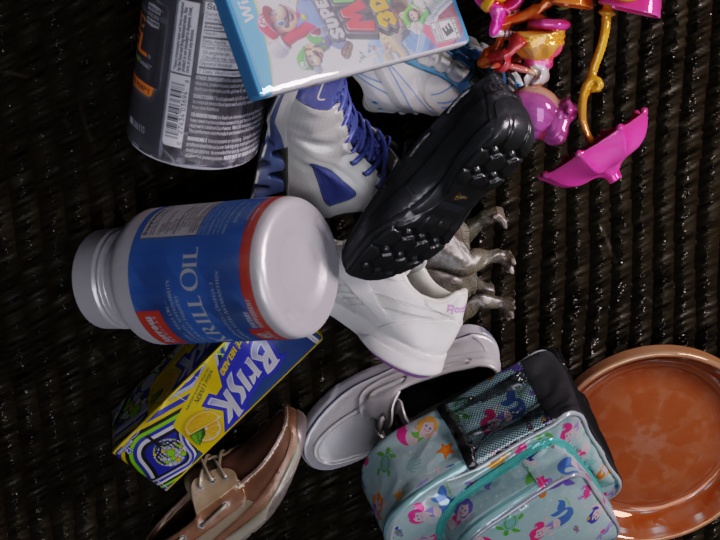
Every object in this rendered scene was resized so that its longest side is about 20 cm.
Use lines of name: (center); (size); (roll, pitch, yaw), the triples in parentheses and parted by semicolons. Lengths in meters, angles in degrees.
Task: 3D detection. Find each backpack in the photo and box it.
backpack: (0.109, 0.182, 1.615); (0.200, 0.151, 0.178); (-25, 142, 7)

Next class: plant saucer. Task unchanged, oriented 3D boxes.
plant saucer: (0.260, 0.153, 1.735); (0.200, 0.032, 0.201); (-2, 117, -4)

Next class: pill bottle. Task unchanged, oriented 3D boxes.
pill bottle: (-0.116, -0.187, 1.480); (0.106, 0.106, 0.200); (6, 115, -9)
pill bottle: (-0.127, 0.003, 1.537); (0.200, 0.112, 0.112); (-5, 123, 33)

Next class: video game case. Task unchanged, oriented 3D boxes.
video game case: (-0.021, -0.214, 1.430); (0.200, 0.018, 0.143); (-19, 89, -34)

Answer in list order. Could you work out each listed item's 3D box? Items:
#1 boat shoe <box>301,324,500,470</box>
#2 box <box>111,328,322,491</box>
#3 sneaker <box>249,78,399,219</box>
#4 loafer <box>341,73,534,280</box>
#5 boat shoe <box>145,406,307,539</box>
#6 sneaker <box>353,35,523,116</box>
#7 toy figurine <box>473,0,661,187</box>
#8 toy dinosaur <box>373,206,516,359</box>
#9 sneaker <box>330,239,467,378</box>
boat shoe: (0.032, 0.118, 1.673); (0.200, 0.065, 0.074); (-36, 116, 13)
box: (-0.123, 0.089, 1.640); (0.064, 0.070, 0.200); (38, 108, -24)
sneaker: (-0.019, -0.109, 1.521); (0.115, 0.081, 0.200); (10, 140, -5)
loafer: (0.054, -0.068, 1.486); (0.068, 0.070, 0.201); (16, 130, -39)
boat shoe: (-0.119, 0.195, 1.694); (0.072, 0.076, 0.200); (31, 108, -17)
sneaker: (0.049, -0.151, 1.545); (0.200, 0.075, 0.087); (31, 125, -17)
toy figurine: (0.151, -0.156, 1.476); (0.200, 0.150, 0.185); (7, 94, 14)
toy dinosaur: (0.073, -0.003, 1.611); (0.102, 0.077, 0.200); (-4, 122, -18)
sneaker: (0.000, 0.000, 1.581); (0.200, 0.075, 0.100); (32, 110, 12)
